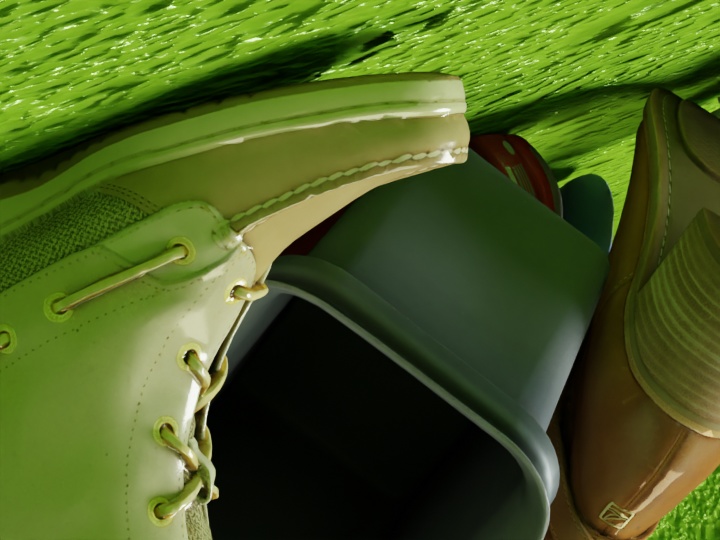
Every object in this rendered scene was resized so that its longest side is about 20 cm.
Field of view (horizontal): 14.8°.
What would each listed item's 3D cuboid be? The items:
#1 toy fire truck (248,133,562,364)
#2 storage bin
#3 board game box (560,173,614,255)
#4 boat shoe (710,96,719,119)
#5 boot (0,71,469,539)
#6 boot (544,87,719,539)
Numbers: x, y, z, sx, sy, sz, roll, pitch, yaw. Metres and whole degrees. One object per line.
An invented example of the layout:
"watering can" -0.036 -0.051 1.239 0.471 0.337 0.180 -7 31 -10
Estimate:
"toy fire truck" 0.000 0.000 1.076 0.200 0.049 0.141 -22 174 26
"storage bin" 0.003 0.057 0.928 0.200 0.145 0.134 -52 -178 43
"board game box" 0.073 0.055 1.219 0.039 0.200 0.158 27 -177 -12
"boat shoe" 0.187 -0.056 1.087 0.086 0.075 0.202 -20 166 -21
"boot" -0.046 0.040 0.751 0.200 0.156 0.073 -19 174 9
"boot" 0.094 0.027 0.996 0.155 0.074 0.200 -57 -174 23
